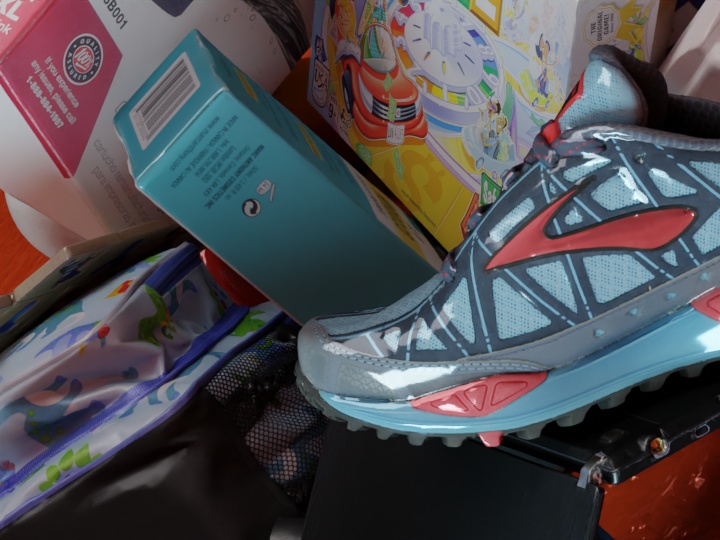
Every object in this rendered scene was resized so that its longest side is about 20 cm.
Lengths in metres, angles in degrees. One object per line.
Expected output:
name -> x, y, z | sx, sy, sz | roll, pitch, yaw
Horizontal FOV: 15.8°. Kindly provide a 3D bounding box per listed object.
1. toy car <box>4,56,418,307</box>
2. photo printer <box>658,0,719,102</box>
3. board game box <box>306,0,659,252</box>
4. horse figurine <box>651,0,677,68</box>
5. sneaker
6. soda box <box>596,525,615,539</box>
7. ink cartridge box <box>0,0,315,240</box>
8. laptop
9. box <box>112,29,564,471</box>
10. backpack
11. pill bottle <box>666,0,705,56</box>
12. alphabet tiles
toy car -> -0.055, -0.019, 1.197 | 0.200, 0.175, 0.150 | -22, 70, 46
photo printer -> 0.182, -0.117, 0.934 | 0.200, 0.069, 0.166 | -53, -4, -12
board game box -> 0.039, -0.083, 0.973 | 0.200, 0.034, 0.135 | -131, 40, -51
horse figurine -> 0.100, -0.089, 0.998 | 0.132, 0.050, 0.200 | -18, -41, -55
sneaker -> 0.070, -0.017, 0.740 | 0.199, 0.096, 0.079 | -18, 13, 9
soda box -> 0.008, 0.156, 0.874 | 0.200, 0.064, 0.068 | -36, 25, 28
ink cartridge box -> -0.083, -0.129, 1.044 | 0.084, 0.145, 0.200 | 28, 71, 31
laptop -> 0.069, 0.077, 0.801 | 0.200, 0.104, 0.177 | -27, 17, -20
box -> 0.000, 0.000, 0.964 | 0.049, 0.200, 0.082 | -47, 22, 7
backpack -> -0.078, 0.078, 1.005 | 0.183, 0.147, 0.200 | -36, -1, 24
pill bottle -> 0.090, -0.173, 1.085 | 0.116, 0.200, 0.116 | -39, 24, 21
alphabet tiles -> -0.146, 0.030, 1.017 | 0.167, 0.008, 0.200 | -37, -9, 31
